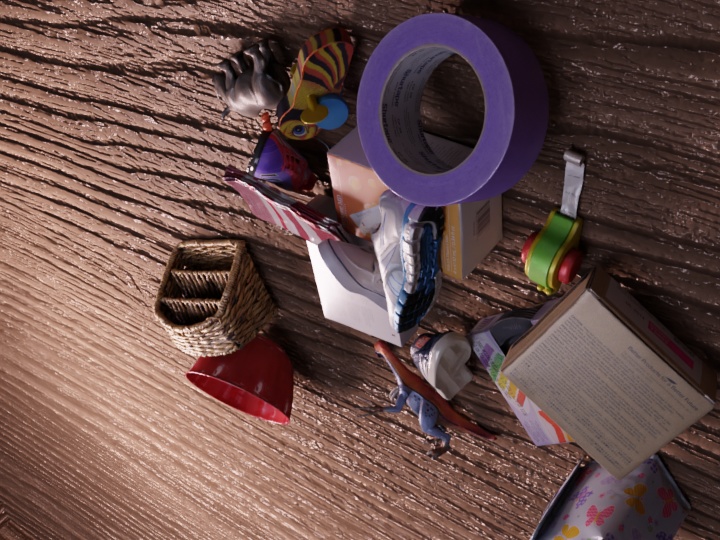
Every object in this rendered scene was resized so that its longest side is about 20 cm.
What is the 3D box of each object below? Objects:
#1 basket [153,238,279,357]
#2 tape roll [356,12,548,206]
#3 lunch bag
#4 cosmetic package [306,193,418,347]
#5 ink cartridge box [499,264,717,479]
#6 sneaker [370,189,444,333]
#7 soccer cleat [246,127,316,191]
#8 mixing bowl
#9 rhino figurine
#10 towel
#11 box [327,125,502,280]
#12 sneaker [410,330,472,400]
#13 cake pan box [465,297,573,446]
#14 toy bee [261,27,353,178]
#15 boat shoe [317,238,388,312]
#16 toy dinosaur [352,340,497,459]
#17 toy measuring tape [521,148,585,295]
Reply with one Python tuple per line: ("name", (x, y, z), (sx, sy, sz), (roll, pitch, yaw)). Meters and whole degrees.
("basket", (-0.264, 0.046, 1.773), (0.198, 0.143, 0.151), (3, 127, 45))
("tape roll", (0.098, -0.173, 1.148), (0.197, 0.084, 0.204), (5, 99, 35))
("lunch bag", (0.311, 0.343, 1.421), (0.128, 0.170, 0.199), (52, 146, -10))
("cosmetic package", (0.000, 0.000, 1.525), (0.149, 0.052, 0.202), (21, 137, 36))
("ink cartridge box", (0.292, 0.122, 1.251), (0.200, 0.075, 0.165), (43, 122, -1))
("sneaker", (0.049, -0.015, 1.282), (0.086, 0.075, 0.202), (33, 136, 31))
("soccer cleat", (-0.102, -0.142, 1.423), (0.072, 0.069, 0.200), (25, 180, 4))
("mixing bowl", (-0.190, 0.173, 1.822), (0.197, 0.110, 0.201), (22, 162, 7))
("rhino figurine", (-0.157, -0.251, 1.441), (0.199, 0.059, 0.088), (-4, 117, 59))
("towel", (-0.087, -0.067, 1.441), (0.198, 0.023, 0.144), (28, 169, 27))
("box", (0.069, -0.094, 1.318), (0.198, 0.097, 0.126), (23, 140, 31))
("sneaker", (0.104, 0.116, 1.469), (0.085, 0.075, 0.201), (47, 169, 21))
("cake pan box", (0.253, 0.132, 1.384), (0.183, 0.052, 0.202), (-18, 109, 51))
("toy bee", (-0.069, -0.204, 1.331), (0.131, 0.107, 0.203), (-122, 32, -66))
("boat shoe", (0.016, -0.005, 1.377), (0.199, 0.065, 0.074), (29, -152, -56))
("toy dinosaur", (0.092, 0.183, 1.619), (0.197, 0.105, 0.184), (-15, 103, 12))
("toy measuring tape", (0.225, -0.043, 1.226), (0.073, 0.074, 0.202), (27, 141, 26))
